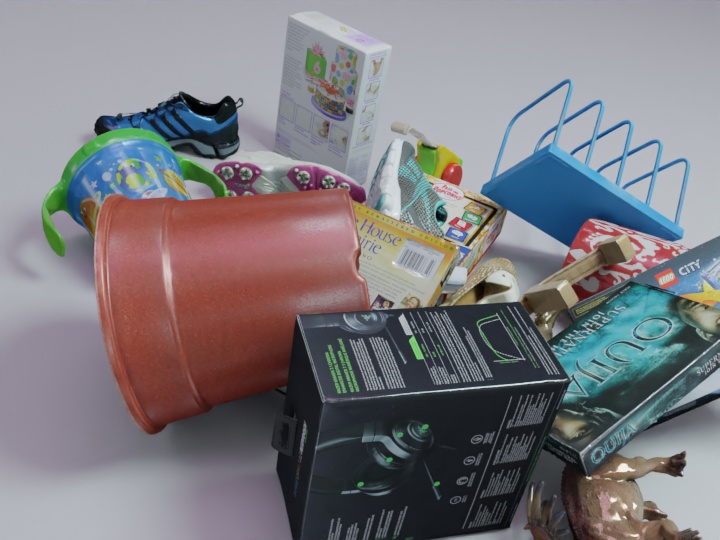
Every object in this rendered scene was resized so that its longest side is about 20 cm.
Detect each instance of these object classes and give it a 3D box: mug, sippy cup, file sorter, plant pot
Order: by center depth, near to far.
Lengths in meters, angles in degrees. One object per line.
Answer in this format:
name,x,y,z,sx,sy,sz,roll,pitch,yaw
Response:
plant pot,-0.092,0.019,0.644,0.194,0.202,0.201,-10,37,-2
sippy cup,-0.238,-0.062,0.834,0.178,0.140,0.130,-39,60,-1
mug,0.320,0.032,0.841,0.199,0.134,0.177,25,35,25
file sorter,0.279,-0.117,0.936,0.199,0.139,0.123,29,67,-16

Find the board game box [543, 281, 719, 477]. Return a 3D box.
board game box,0.220,0.085,0.672,0.199,0.028,0.135,-33,25,-18

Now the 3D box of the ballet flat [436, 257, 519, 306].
ballet flat,0.129,0.043,0.820,0.065,0.071,0.200,-8,22,48

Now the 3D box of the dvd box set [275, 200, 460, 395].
dvd box set,-0.013,0.036,0.733,0.146,0.029,0.201,24,73,19

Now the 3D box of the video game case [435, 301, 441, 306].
video game case,0.000,0.000,0.895,0.198,0.018,0.144,9,34,-3

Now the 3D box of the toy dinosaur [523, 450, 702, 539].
toy dinosaur,0.191,0.191,0.623,0.135,0.086,0.200,11,28,13

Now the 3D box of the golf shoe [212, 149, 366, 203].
golf shoe,-0.088,-0.121,0.999,0.199,0.076,0.092,12,31,0

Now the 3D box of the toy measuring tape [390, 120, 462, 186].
toy measuring tape,0.087,-0.140,1.037,0.073,0.074,0.200,33,9,29

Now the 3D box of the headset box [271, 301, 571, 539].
headset box,0.032,0.123,0.593,0.199,0.175,0.093,-3,37,-17

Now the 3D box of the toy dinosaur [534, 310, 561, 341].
toy dinosaur,0.161,0.103,0.777,0.199,0.059,0.101,-30,34,-33

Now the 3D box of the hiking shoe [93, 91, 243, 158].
hiking shoe,-0.265,-0.211,1.064,0.199,0.087,0.075,0,36,-15

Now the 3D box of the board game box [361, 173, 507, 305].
board game box,0.075,-0.049,0.928,0.151,0.047,0.200,24,37,18

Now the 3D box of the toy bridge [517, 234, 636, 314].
toy bridge,0.193,0.028,0.787,0.200,0.067,0.027,-35,96,-22

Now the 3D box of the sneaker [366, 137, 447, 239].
sneaker,0.056,-0.079,0.878,0.091,0.078,0.201,22,37,-9

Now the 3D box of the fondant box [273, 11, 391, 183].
fondant box,-0.043,-0.232,1.053,0.144,0.201,0.058,34,41,29

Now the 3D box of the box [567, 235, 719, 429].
box,0.325,0.056,0.752,0.199,0.038,0.137,-27,59,11

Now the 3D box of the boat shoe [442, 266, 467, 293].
boat shoe,0.012,0.026,0.801,0.198,0.066,0.074,-3,1,8
